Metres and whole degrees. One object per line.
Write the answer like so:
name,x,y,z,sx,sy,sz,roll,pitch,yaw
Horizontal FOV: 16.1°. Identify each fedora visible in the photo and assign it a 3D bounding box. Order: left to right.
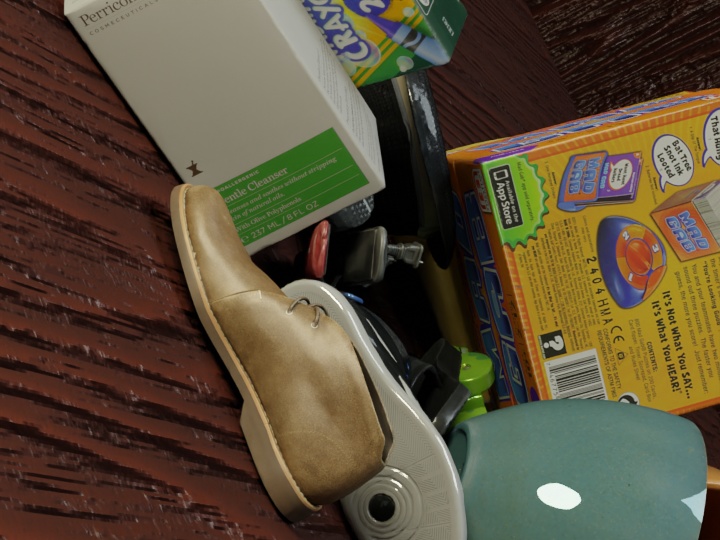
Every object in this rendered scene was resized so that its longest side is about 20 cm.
fedora,0.006,-0.082,1.772,0.201,0.091,0.201,168,-90,-87

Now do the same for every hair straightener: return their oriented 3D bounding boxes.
hair straightener,0.000,0.000,1.600,0.200,0.077,0.041,127,-32,-80

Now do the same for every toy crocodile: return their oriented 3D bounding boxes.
toy crocodile,0.074,0.117,1.779,0.200,0.062,0.068,-103,180,-58

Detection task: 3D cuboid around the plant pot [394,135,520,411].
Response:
plant pot,0.132,0.008,1.969,0.201,0.201,0.189,25,54,-71

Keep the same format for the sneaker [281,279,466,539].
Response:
sneaker,0.019,0.095,1.541,0.200,0.073,0.112,64,13,9

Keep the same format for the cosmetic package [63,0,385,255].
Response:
cosmetic package,-0.079,-0.119,1.504,0.200,0.108,0.085,54,17,-32

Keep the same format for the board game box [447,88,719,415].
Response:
board game box,0.182,-0.006,1.773,0.200,0.200,0.200,-159,-125,-82

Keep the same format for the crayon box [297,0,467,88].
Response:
crayon box,-0.052,-0.165,1.565,0.126,0.200,0.052,56,37,-31

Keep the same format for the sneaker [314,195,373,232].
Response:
sneaker,-0.045,-0.089,1.658,0.200,0.080,0.074,-107,175,-48

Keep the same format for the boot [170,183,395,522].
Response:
boot,-0.043,0.033,1.410,0.200,0.075,0.074,65,14,13

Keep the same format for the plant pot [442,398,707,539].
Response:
plant pot,0.107,0.160,1.578,0.135,0.200,0.200,23,24,-12

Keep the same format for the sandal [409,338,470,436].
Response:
sandal,0.031,0.085,1.666,0.048,0.075,0.200,36,8,-6

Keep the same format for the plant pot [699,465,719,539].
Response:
plant pot,0.195,0.210,1.811,0.200,0.200,0.140,57,-3,-27
